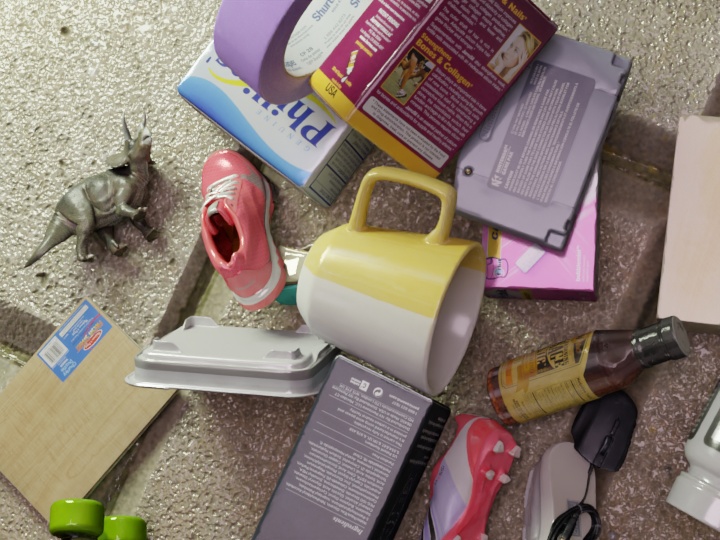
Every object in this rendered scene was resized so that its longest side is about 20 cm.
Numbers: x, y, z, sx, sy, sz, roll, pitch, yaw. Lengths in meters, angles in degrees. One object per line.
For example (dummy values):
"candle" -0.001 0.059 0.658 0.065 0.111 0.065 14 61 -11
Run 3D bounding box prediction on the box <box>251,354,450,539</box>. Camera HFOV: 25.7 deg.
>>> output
"box" -0.006 0.199 1.534 0.106 0.148 0.201 24 86 13

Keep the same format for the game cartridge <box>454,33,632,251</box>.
"game cartridge" 0.171 -0.133 1.542 0.132 0.042 0.201 20 84 18

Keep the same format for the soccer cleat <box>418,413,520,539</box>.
"soccer cleat" 0.090 0.239 1.561 0.076 0.066 0.201 26 93 47

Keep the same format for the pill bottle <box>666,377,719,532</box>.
"pill bottle" 0.375 0.151 1.475 0.113 0.114 0.201 28 88 16

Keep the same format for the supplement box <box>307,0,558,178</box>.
"supplement box" 0.068 -0.207 1.512 0.200 0.131 0.103 -50 37 7

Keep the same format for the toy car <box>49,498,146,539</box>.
"toy car" -0.328 0.335 1.598 0.198 0.158 0.166 -11 66 23

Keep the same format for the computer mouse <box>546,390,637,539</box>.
"computer mouse" 0.222 0.190 1.497 0.058 0.034 0.201 29 55 -8

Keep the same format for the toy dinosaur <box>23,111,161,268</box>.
"toy dinosaur" -0.278 -0.068 1.695 0.199 0.077 0.103 -38 63 10

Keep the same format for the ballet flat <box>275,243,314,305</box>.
"ballet flat" 0.000 0.000 1.618 0.198 0.069 0.070 2 81 14

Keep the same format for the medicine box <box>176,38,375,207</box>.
"medicine box" -0.055 -0.203 1.641 0.182 0.103 0.201 37 89 16

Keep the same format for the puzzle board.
"puzzle board" -0.306 0.151 1.684 0.151 0.017 0.200 42 91 17

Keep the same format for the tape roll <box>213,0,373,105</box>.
"tape roll" -0.046 -0.255 1.490 0.066 0.200 0.200 41 91 16

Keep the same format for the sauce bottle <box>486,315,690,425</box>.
"sauce bottle" 0.219 0.093 1.521 0.199 0.066 0.067 -23 76 25

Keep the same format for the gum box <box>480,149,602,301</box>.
"gum box" 0.184 -0.074 1.581 0.112 0.066 0.202 2 80 12

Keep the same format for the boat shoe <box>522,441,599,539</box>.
"boat shoe" 0.183 0.265 1.503 0.071 0.069 0.202 8 63 -19

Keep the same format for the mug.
"mug" 0.030 0.008 1.509 0.152 0.149 0.188 17 82 19

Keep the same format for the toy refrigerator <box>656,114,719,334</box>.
"toy refrigerator" 0.335 -0.044 1.538 0.069 0.076 0.202 6 81 14

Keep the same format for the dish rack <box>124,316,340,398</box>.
"dish rack" -0.120 0.083 1.570 0.198 0.172 0.044 4 100 13

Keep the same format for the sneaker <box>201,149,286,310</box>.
"sneaker" -0.130 -0.059 1.620 0.073 0.087 0.201 -28 53 13
